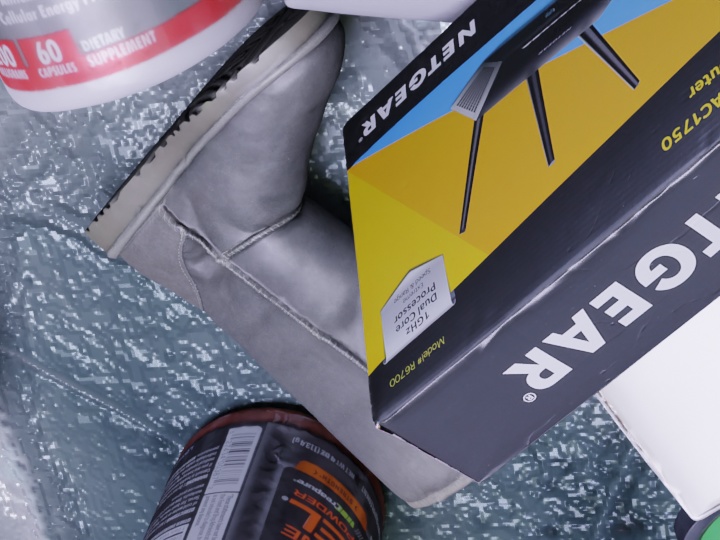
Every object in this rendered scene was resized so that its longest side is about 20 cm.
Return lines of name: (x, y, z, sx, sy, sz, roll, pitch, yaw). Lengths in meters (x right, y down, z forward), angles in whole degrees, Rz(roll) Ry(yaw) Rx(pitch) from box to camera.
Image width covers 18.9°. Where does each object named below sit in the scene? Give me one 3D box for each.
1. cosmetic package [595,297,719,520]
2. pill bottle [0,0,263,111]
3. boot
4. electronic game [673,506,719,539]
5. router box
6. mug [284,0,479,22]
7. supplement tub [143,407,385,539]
cosmetic package: (0.142, 0.000, 0.799, 0.071, 0.200, 0.105, -36, 90, 27)
pill bottle: (-0.121, -0.172, 0.813, 0.113, 0.114, 0.201, -14, 116, 19)
boot: (0.001, -0.002, 0.914, 0.200, 0.073, 0.182, 41, 134, -5)
electronic game: (0.220, 0.074, 0.866, 0.199, 0.042, 0.200, -16, 158, -7)
router box: (0.081, -0.049, 0.684, 0.051, 0.150, 0.200, 31, 122, -30)
mug: (0.065, -0.165, 0.766, 0.152, 0.150, 0.187, 13, 129, -5)
supplement tub: (-0.054, 0.155, 0.942, 0.106, 0.200, 0.108, 5, 122, 8)
